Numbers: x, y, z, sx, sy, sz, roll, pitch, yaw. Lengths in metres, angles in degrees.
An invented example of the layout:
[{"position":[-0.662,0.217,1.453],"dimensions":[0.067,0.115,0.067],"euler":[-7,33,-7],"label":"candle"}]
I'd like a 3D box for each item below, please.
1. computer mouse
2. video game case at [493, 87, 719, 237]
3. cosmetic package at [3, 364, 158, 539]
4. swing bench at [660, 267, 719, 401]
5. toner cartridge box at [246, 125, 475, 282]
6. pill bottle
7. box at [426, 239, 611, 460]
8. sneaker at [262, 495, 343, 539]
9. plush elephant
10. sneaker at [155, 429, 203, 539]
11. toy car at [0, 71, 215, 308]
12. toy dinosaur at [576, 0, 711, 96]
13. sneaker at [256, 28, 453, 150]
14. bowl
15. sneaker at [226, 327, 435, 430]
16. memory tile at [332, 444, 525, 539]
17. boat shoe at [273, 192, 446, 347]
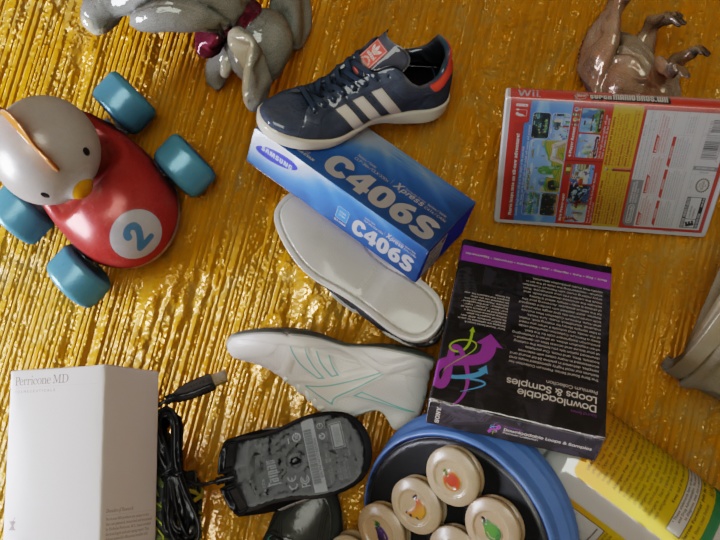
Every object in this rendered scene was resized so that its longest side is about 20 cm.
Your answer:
[{"position":[-0.094,0.154,0.826],"dimensions":[0.197,0.046,0.143],"euler":[-19,74,-1],"label":"computer mouse"},{"position":[0.223,-0.094,0.809],"dimensions":[0.196,0.144,0.018],"euler":[5,46,7],"label":"video game case"},{"position":[-0.240,0.186,0.784],"dimensions":[0.106,0.085,0.204],"euler":[-7,79,21],"label":"cosmetic package"},{"position":[0.397,0.051,0.768],"dimensions":[0.197,0.130,0.202],"euler":[29,87,9],"label":"swing bench"},{"position":[0.000,-0.083,0.843],"dimensions":[0.199,0.044,0.095],"euler":[35,45,12],"label":"toner cartridge box"},{"position":[0.207,0.185,0.781],"dimensions":[0.199,0.113,0.114],"euler":[35,88,10],"label":"pill bottle"},{"position":[0.141,0.060,0.784],"dimensions":[0.140,0.037,0.202],"euler":[11,43,8],"label":"box"},{"position":[-0.072,0.287,0.818],"dimensions":[0.074,0.079,0.203],"euler":[22,84,10],"label":"sneaker"},{"position":[-0.128,-0.239,0.867],"dimensions":[0.197,0.165,0.156],"euler":[-8,122,37],"label":"plush elephant"},{"position":[-0.175,0.232,0.838],"dimensions":[0.084,0.074,0.201],"euler":[-35,80,1],"label":"sneaker"},{"position":[-0.262,-0.089,0.825],"dimensions":[0.184,0.200,0.177],"euler":[-45,80,0],"label":"toy car"},{"position":[0.244,-0.171,0.844],"dimensions":[0.085,0.136,0.202],"euler":[-1,54,-36],"label":"toy dinosaur"},{"position":[-0.002,-0.173,0.827],"dimensions":[0.197,0.085,0.075],"euler":[-19,58,-24],"label":"sneaker"},{"position":[0.088,0.222,0.773],"dimensions":[0.198,0.039,0.205],"euler":[10,108,33],"label":"bowl"},{"position":[-0.033,0.099,0.842],"dimensions":[0.196,0.070,0.082],"euler":[10,93,9],"label":"sneaker"},{"position":[0.064,0.249,0.762],"dimensions":[0.154,0.017,0.200],"euler":[52,126,14],"label":"memory tile"},{"position":[0.000,0.000,0.854],"dimensions":[0.199,0.060,0.074],"euler":[36,80,17],"label":"boat shoe"}]
